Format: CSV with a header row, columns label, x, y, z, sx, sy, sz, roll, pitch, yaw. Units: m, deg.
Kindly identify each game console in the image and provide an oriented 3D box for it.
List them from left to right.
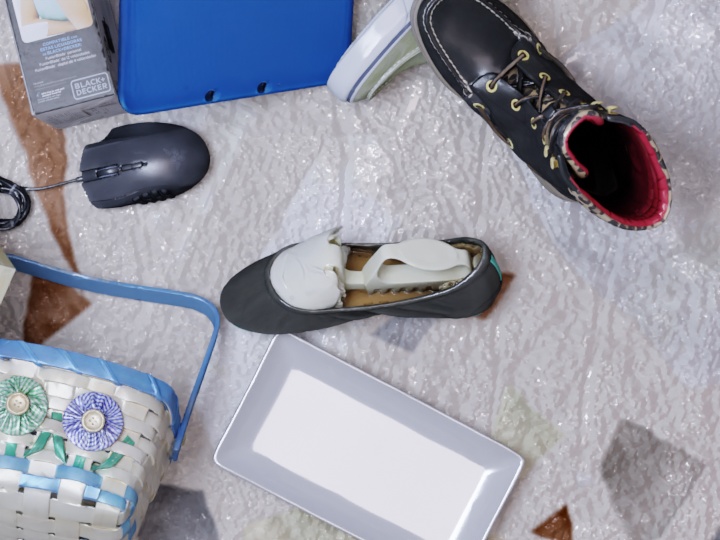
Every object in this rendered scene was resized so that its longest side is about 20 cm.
label,x,y,z,sx,sy,sz,roll,pitch,yaw
game console,-0.106,-0.218,1.520,0.199,0.118,0.171,-12,57,-38

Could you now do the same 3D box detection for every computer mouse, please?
label,x,y,z,sx,sy,sz,roll,pitch,yaw
computer mouse,-0.205,-0.065,1.554,0.199,0.034,0.059,-12,89,-2

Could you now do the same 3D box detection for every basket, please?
label,x,y,z,sx,sy,sz,roll,pitch,yaw
basket,-0.195,0.089,1.506,0.176,0.139,0.201,10,53,-2

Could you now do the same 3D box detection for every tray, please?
label,x,y,z,sx,sy,sz,roll,pitch,yaw
tray,0.006,0.133,1.559,0.199,0.022,0.108,28,87,-1

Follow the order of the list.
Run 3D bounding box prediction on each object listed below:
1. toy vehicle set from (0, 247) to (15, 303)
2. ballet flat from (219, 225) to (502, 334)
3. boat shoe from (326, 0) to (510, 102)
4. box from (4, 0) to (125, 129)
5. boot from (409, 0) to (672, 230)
label,x,y,z,sx,sy,sz,roll,pitch,yaw
toy vehicle set,-0.299,0.056,1.478,0.026,0.124,0.201,16,108,-34
ballet flat,0.000,0.000,1.539,0.199,0.068,0.068,-5,59,-4
boat shoe,0.062,-0.183,1.548,0.200,0.072,0.062,-44,88,-5
box,-0.212,-0.205,1.519,0.060,0.117,0.201,-14,90,1
boot,0.124,-0.109,1.482,0.073,0.151,0.200,-40,112,-2
